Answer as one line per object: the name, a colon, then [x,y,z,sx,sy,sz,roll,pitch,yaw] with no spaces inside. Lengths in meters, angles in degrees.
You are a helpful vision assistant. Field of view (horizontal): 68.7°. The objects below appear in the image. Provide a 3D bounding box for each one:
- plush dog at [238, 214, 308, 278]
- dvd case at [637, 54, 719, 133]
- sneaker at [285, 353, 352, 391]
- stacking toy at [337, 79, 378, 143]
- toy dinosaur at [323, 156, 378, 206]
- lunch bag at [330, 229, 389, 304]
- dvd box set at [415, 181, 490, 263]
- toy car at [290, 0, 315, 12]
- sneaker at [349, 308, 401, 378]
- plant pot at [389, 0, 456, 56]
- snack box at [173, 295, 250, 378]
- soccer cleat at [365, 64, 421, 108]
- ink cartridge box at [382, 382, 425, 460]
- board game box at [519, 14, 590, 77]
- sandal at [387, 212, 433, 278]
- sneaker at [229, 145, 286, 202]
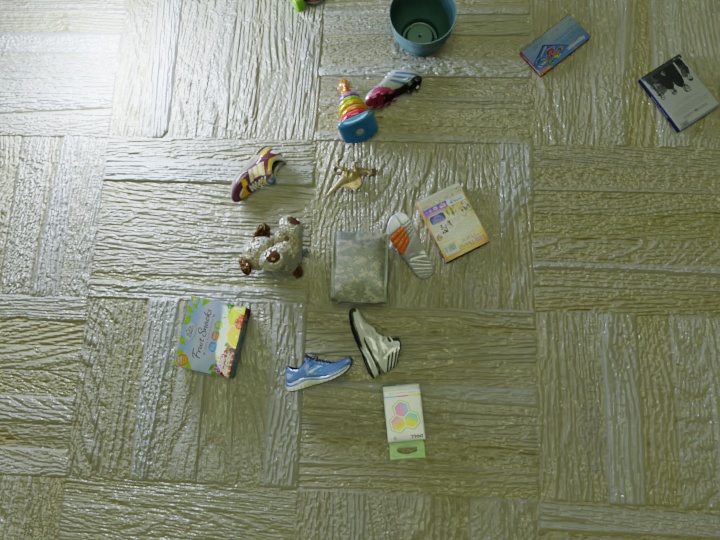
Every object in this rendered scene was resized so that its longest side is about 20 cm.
plush dog: [-0.258,-0.049,1.514,0.169,0.162,0.202,9,52,18]
dvd case: [0.958,-0.534,1.587,0.149,0.025,0.201,-31,80,-3]
sneaker: [-0.118,0.270,1.462,0.197,0.079,0.090,-16,82,0]
stacking toy: [-0.029,-0.498,1.594,0.115,0.110,0.202,-21,68,7]
toy dinosaur: [-0.045,-0.280,1.568,0.198,0.058,0.102,-29,81,-3]
lunch bag: [0.000,0.000,1.486,0.161,0.118,0.203,3,75,2]
dvd box set: [0.269,-0.140,1.542,0.145,0.029,0.202,-26,79,-3]
toy car: [-0.175,-0.942,1.621,0.163,0.200,0.159,-36,80,-4]
sneaker: [0.046,0.188,1.482,0.114,0.076,0.203,-21,87,-10]
plant pot: [0.185,-0.743,1.603,0.197,0.134,0.203,0,80,2]
snack box: [-0.419,0.189,1.495,0.166,0.068,0.203,12,80,4]
soccer cleat: [0.091,-0.564,1.612,0.198,0.070,0.087,-26,67,-11]
ink cartridge box: [0.120,0.413,1.434,0.102,0.059,0.203,-5,79,1]
board game box: [0.604,-0.698,1.635,0.199,0.019,0.103,-38,79,-4]
sandal: [0.143,-0.071,1.527,0.078,0.059,0.208,-28,101,8]
sneaker: [-0.305,-0.277,1.570,0.090,0.075,0.201,33,84,13]
